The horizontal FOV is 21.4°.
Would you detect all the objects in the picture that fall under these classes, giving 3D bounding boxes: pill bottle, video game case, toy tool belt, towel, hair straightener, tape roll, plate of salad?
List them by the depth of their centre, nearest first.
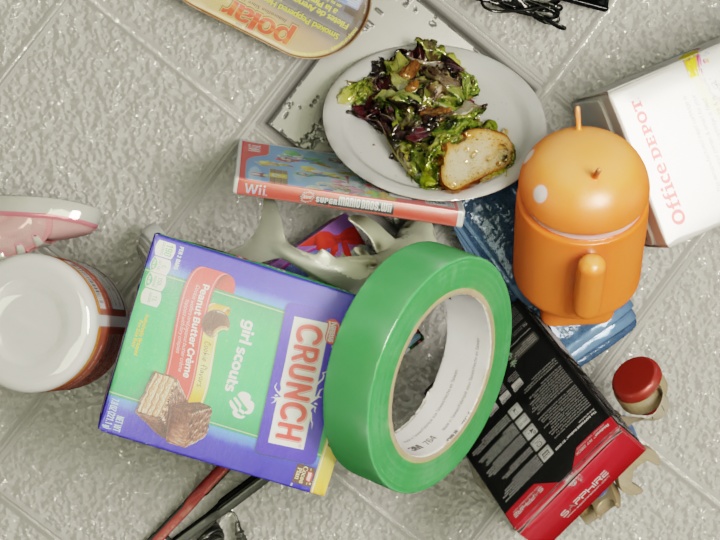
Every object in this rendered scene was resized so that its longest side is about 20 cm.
[{"bbox_3d":[0.049,0.079,1.561,0.048,0.200,0.202,19,90,33],"label":"tape roll"},{"bbox_3d":[-0.258,0.046,1.614,0.111,0.200,0.114,0,87,4],"label":"pill bottle"},{"bbox_3d":[-0.012,-0.077,1.668,0.198,0.143,0.018,8,106,-4],"label":"video game case"},{"bbox_3d":[0.066,-0.139,1.670,0.198,0.048,0.201,1,48,-1],"label":"plate of salad"},{"bbox_3d":[0.202,0.162,1.715,0.199,0.126,0.123,-28,130,14],"label":"toy tool belt"},{"bbox_3d":[-0.134,0.234,1.720,0.077,0.041,0.200,45,87,-6],"label":"hair straightener"},{"bbox_3d":[0.164,-0.008,1.741,0.111,0.049,0.201,-33,95,-5],"label":"towel"}]

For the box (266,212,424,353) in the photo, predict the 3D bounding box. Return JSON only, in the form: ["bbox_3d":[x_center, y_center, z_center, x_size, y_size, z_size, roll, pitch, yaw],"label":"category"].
[{"bbox_3d":[-0.053,0.058,1.682,0.199,0.039,0.138,-35,96,-31],"label":"box"}]

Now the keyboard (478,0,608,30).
[{"bbox_3d":[0.131,-0.277,1.741,0.198,0.040,0.105,14,68,-6],"label":"keyboard"}]

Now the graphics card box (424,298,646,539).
[{"bbox_3d":[0.146,0.129,1.639,0.126,0.200,0.051,-46,130,8],"label":"graphics card box"}]

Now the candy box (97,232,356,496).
[{"bbox_3d":[-0.099,0.077,1.578,0.198,0.077,0.171,17,92,-8],"label":"candy box"}]

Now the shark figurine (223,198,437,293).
[{"bbox_3d":[-0.009,0.009,1.656,0.213,0.129,0.090,0,134,-37],"label":"shark figurine"}]

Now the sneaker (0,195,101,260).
[{"bbox_3d":[-0.326,-0.015,1.671,0.198,0.075,0.106,1,88,1],"label":"sneaker"}]

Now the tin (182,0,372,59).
[{"bbox_3d":[-0.085,-0.265,1.694,0.199,0.042,0.113,26,98,-12],"label":"tin"}]

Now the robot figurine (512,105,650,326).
[{"bbox_3d":[0.187,-0.041,1.631,0.116,0.201,0.144,27,52,24],"label":"robot figurine"}]

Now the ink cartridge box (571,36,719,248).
[{"bbox_3d":[0.316,-0.126,1.703,0.198,0.146,0.148,-23,95,-6],"label":"ink cartridge box"}]

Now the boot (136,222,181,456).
[{"bbox_3d":[-0.171,0.066,1.692,0.095,0.074,0.201,-29,96,-11],"label":"boot"}]
